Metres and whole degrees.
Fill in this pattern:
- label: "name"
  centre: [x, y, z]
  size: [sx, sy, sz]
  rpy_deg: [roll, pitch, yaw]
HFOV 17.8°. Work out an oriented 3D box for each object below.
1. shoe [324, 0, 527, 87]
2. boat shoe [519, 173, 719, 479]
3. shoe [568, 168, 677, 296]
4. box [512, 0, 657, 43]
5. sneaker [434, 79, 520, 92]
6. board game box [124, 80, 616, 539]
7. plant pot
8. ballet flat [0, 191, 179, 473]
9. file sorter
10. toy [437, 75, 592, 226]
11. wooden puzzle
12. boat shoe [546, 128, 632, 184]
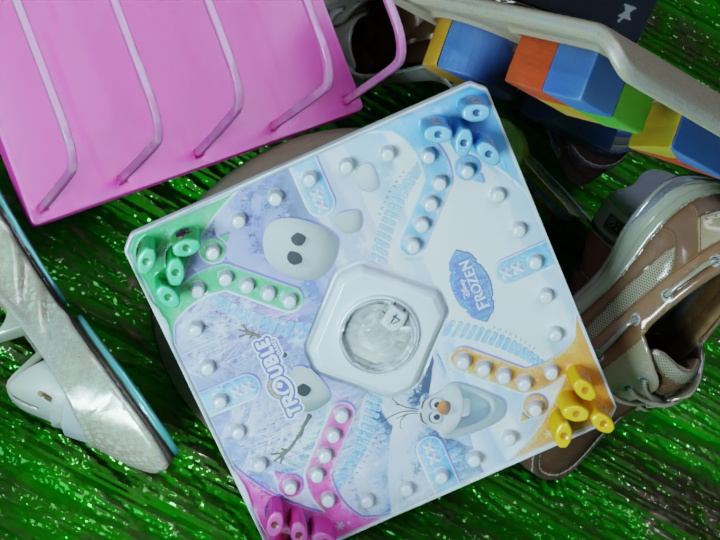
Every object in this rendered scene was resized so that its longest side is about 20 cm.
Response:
- label: "shoe"
  centre: [0.019, -0.143, 1.351]
  size: [0.198, 0.053, 0.071]
  rpy_deg: [-3, 84, 12]
- label: "boat shoe"
  centre: [0.150, 0.043, 1.260]
  size: [0.075, 0.201, 0.072]
  rpy_deg: [4, 36, -43]
- label: "shoe"
  centre: [0.169, -0.001, 1.387]
  size: [0.071, 0.091, 0.200]
  rpy_deg: [36, 19, 15]
- label: "box"
  centre: [0.087, -0.235, 1.324]
  size: [0.147, 0.108, 0.200]
  rpy_deg: [16, 24, -25]
- label: "sneaker"
  centre: [0.049, -0.182, 1.455]
  size: [0.090, 0.078, 0.201]
  rpy_deg: [23, 36, -51]
- label: "board game box"
  centre: [0.009, 0.033, 1.171]
  size: [0.199, 0.026, 0.201]
  rpy_deg: [-24, 110, 2]
- label: "plant pot"
  centre: [0.000, 0.000, 1.254]
  size: [0.199, 0.135, 0.202]
  rpy_deg: [13, 54, -18]
- label: "ballet flat"
  centre: [-0.171, 0.037, 1.201]
  size: [0.062, 0.068, 0.200]
  rpy_deg: [-34, 72, -10]
- label: "file sorter"
  centre: [-0.095, -0.129, 1.197]
  size: [0.199, 0.125, 0.140]
  rpy_deg: [-21, 88, -20]
- label: "toy"
  centre: [0.081, -0.056, 1.340]
  size: [0.047, 0.200, 0.115]
  rpy_deg: [-43, 81, 3]
- label: "wooden puzzle"
  centre: [0.115, -0.096, 1.211]
  size: [0.185, 0.047, 0.199]
  rpy_deg: [22, 3, -44]
- label: "boat shoe"
  centre: [0.130, -0.143, 1.456]
  size: [0.072, 0.073, 0.201]
  rpy_deg: [13, 49, -18]
